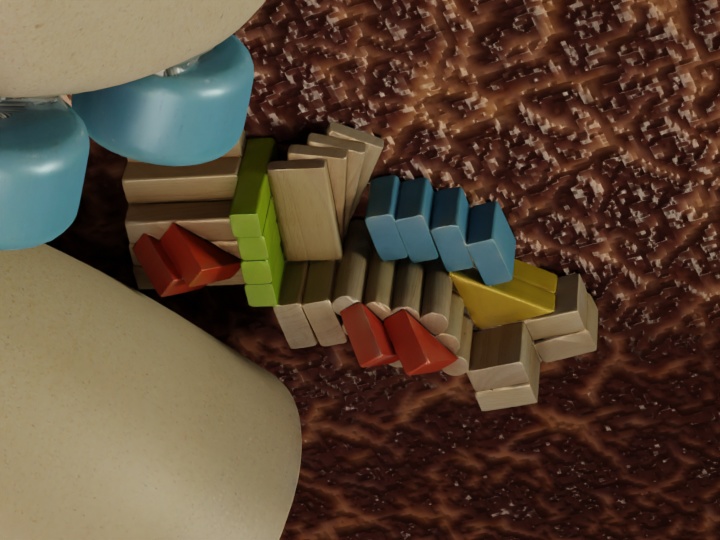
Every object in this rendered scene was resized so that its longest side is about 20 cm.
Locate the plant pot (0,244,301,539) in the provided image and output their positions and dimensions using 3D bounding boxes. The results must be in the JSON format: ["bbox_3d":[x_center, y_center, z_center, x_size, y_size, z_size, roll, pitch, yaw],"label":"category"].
[{"bbox_3d":[-0.155,0.054,0.858,0.187,0.188,0.200,-29,123,29],"label":"plant pot"}]

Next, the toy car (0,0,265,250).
[{"bbox_3d":[-0.132,-0.142,0.737,0.199,0.177,0.185,28,122,22],"label":"toy car"}]

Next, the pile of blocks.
[{"bbox_3d":[0.000,0.000,0.876,0.199,0.062,0.082,16,132,-7],"label":"pile of blocks"}]
